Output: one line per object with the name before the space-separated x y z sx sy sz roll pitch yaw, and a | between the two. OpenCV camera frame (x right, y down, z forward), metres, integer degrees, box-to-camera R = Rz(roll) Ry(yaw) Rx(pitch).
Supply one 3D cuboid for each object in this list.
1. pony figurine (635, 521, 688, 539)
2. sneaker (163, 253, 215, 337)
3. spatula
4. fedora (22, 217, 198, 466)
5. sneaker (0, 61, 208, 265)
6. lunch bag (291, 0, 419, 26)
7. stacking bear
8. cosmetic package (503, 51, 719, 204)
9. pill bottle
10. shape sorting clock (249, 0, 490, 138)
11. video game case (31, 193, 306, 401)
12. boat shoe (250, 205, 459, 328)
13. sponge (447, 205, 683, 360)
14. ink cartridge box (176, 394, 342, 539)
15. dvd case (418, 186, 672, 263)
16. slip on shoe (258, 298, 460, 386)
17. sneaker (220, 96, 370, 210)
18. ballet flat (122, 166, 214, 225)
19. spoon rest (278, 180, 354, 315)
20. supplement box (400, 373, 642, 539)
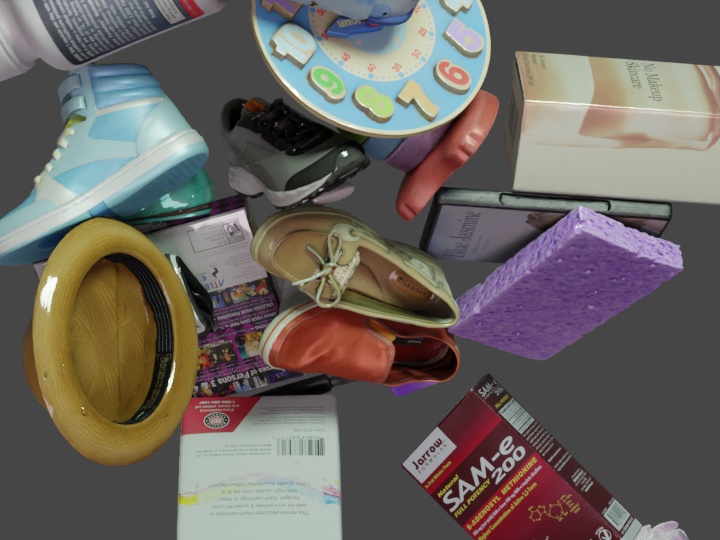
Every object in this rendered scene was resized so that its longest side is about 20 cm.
pony figurine | 0.237 0.343 1.890 0.192 0.201 0.167 -19 136 1
sneaker | -0.185 0.075 1.745 0.115 0.076 0.202 6 116 -1
spatula | -0.014 0.100 1.836 0.199 0.021 0.057 -16 107 10
fedora | -0.219 0.061 1.645 0.081 0.201 0.201 -8 124 37
sneaker | -0.239 -0.098 1.664 0.199 0.080 0.131 -29 79 -5
lunch bag | -0.027 -0.278 1.553 0.199 0.161 0.076 17 139 -11
stacking bear | 0.004 -0.158 1.644 0.200 0.114 0.121 37 130 -8
cosmetic package | 0.224 -0.119 1.673 0.199 0.104 0.088 4 120 -5
pill bottle | -0.217 -0.227 1.593 0.199 0.120 0.120 -21 118 10
shape sorting clock | 0.010 -0.196 1.584 0.199 0.201 0.039 13 151 -9
video game case | -0.168 0.038 1.790 0.199 0.036 0.182 -15 118 7
boat shoe | 0.000 0.000 1.693 0.199 0.063 0.074 14 114 -33
sponge | 0.173 0.015 1.726 0.111 0.030 0.200 18 145 -27
ink cartridge box | -0.089 0.232 1.790 0.144 0.201 0.145 0 135 -1
dvd case | 0.155 -0.034 1.717 0.199 0.018 0.143 4 162 -3
slip on shoe | 0.004 0.066 1.743 0.199 0.061 0.074 6 118 -33
sneaker | -0.063 -0.100 1.637 0.074 0.200 0.080 -30 111 -24
ballet flat | -0.225 -0.063 1.725 0.199 0.067 0.071 -13 95 6
spoon rest | -0.030 0.002 1.760 0.099 0.061 0.201 -17 128 -21
supplement box | 0.147 0.205 1.832 0.200 0.061 0.109 44 112 7
